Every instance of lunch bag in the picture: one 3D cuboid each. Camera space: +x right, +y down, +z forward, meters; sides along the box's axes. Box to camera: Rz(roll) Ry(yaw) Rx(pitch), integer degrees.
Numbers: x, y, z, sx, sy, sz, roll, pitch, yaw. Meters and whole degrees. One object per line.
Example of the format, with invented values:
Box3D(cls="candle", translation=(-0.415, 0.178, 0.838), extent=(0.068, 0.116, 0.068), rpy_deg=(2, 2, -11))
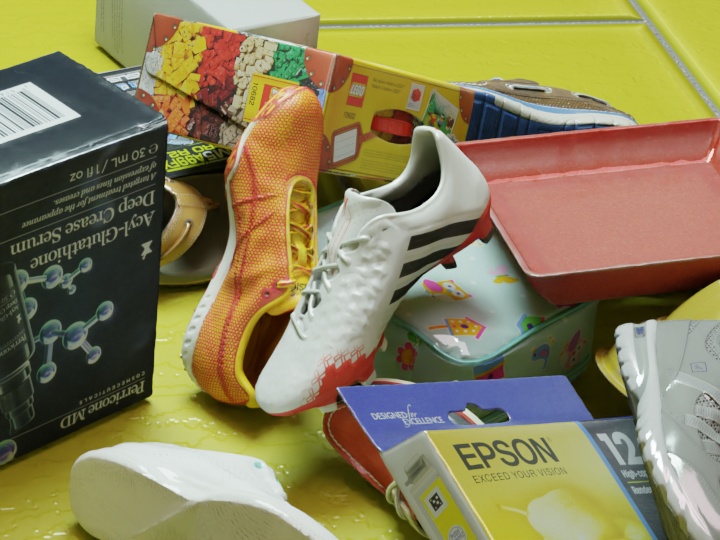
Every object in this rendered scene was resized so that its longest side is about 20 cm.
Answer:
Box3D(cls="lunch bag", translation=(0.051, 0.022, 1.383), extent=(0.160, 0.077, 0.200), rpy_deg=(-23, 43, -40))

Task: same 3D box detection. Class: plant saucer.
Box3D(cls="plant saucer", translation=(0.175, -0.036, 1.379), extent=(0.199, 0.037, 0.200), rpy_deg=(-6, 27, -10))

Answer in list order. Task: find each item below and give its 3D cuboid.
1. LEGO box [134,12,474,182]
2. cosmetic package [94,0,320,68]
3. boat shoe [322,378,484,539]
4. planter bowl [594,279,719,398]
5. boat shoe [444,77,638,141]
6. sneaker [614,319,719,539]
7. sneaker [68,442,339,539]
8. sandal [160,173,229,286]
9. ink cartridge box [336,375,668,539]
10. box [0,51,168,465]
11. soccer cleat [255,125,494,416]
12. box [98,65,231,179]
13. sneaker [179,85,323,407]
Box3D(cls="LEGO box", translation=(-0.036, -0.113, 1.470), extent=(0.149, 0.077, 0.200), rpy_deg=(16, 5, 28))
Box3D(cls="cosmetic package", translation=(-0.122, -0.185, 1.651), extent=(0.085, 0.108, 0.200), rpy_deg=(-16, 40, -33))
Box3D(cls="boat shoe", translation=(0.054, 0.127, 1.227), extent=(0.200, 0.071, 0.063), rpy_deg=(30, 37, 24))
Box3D(cls="planter bowl", translation=(0.248, 0.058, 1.284), extent=(0.200, 0.084, 0.200), rpy_deg=(24, 13, -6))
Box3D(cls="boat shoe", translation=(0.112, -0.107, 1.614), extent=(0.199, 0.072, 0.072), rpy_deg=(11, 26, -12))
Box3D(cls="sneaker", translation=(0.189, 0.089, 1.139), extent=(0.082, 0.075, 0.200), rpy_deg=(-16, 42, 7))
Box3D(cls="sneaker", translation=(-0.061, 0.137, 1.193), extent=(0.200, 0.075, 0.088), rpy_deg=(24, 24, 27))
Box3D(cls="sandal", translation=(-0.145, -0.033, 1.423), extent=(0.200, 0.054, 0.080), rpy_deg=(-4, 63, -27))
Box3D(cls="ink cartridge box", translation=(0.110, 0.126, 1.146), extent=(0.197, 0.047, 0.200), rpy_deg=(0, 52, -46))
Box3D(cls="box", translation=(-0.205, -0.003, 1.259), extent=(0.148, 0.200, 0.107), rpy_deg=(-25, 45, -39))
Box3D(cls="soccer cleat", translation=(0.000, 0.000, 1.265), extent=(0.200, 0.085, 0.069), rpy_deg=(-46, 37, -19))
Box3D(cls="box", translation=(-0.204, -0.078, 1.524), extent=(0.200, 0.044, 0.160), rpy_deg=(-14, 38, -29))
Box3D(cls="sneaker", translation=(-0.048, -0.013, 1.320), extent=(0.077, 0.201, 0.073), rpy_deg=(17, 9, 36))
